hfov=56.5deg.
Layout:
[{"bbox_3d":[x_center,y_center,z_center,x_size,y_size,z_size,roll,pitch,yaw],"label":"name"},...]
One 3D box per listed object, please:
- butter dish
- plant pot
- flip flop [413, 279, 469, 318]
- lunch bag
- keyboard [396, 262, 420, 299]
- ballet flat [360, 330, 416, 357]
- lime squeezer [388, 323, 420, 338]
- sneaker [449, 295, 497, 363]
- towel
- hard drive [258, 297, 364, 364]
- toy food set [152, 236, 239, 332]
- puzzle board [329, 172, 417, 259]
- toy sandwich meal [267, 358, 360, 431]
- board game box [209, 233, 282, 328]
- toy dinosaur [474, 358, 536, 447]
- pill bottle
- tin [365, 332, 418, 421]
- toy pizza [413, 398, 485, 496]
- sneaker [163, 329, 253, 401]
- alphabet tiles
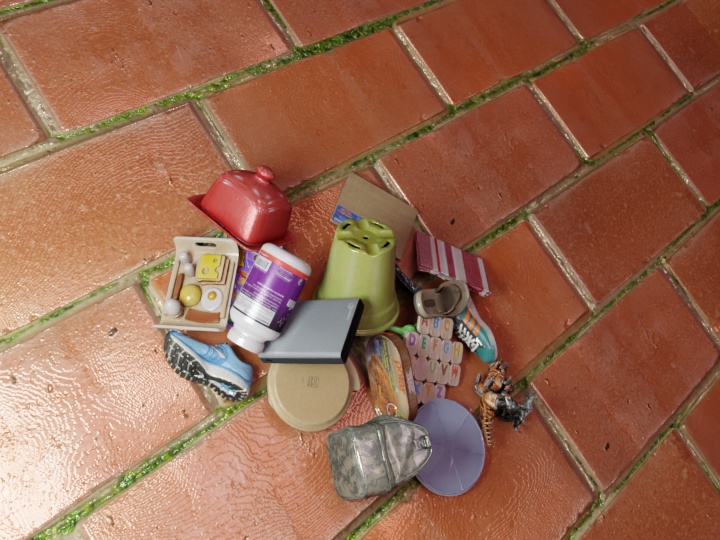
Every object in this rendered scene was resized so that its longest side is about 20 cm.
[{"bbox_3d":[-0.224,-0.150,1.404,0.199,0.150,0.198,38,24,16],"label":"butter dish"},{"bbox_3d":[0.000,0.000,1.421,0.195,0.188,0.203,5,36,-4],"label":"plant pot"},{"bbox_3d":[0.192,0.060,1.495,0.197,0.057,0.083,-6,72,-49],"label":"flip flop"},{"bbox_3d":[0.037,0.364,1.316,0.163,0.200,0.143,-6,72,-21],"label":"lunch bag"},{"bbox_3d":[0.100,0.021,1.535,0.200,0.127,0.021,45,83,1],"label":"keyboard"},{"bbox_3d":[0.047,0.156,1.490,0.197,0.072,0.073,32,59,-5],"label":"ballet flat"},{"bbox_3d":[0.109,0.130,1.498,0.197,0.070,0.039,-3,108,-47],"label":"lime squeezer"},{"bbox_3d":[0.247,0.135,1.582,0.078,0.072,0.203,-17,67,-27],"label":"sneaker"},{"bbox_3d":[0.223,-0.016,1.635,0.196,0.023,0.146,22,35,-14],"label":"towel"},{"bbox_3d":[-0.098,0.122,1.343,0.033,0.195,0.142,58,40,-41],"label":"hard drive"},{"bbox_3d":[-0.331,0.027,1.350,0.139,0.061,0.205,2,65,8],"label":"toy food set"},{"bbox_3d":[0.034,-0.133,1.638,0.197,0.017,0.153,28,61,-9],"label":"puzzle board"},{"bbox_3d":[-0.102,0.235,1.390,0.200,0.070,0.211,7,68,-17],"label":"toy sandwich meal"},{"bbox_3d":[-0.245,0.025,1.430,0.131,0.045,0.205,13,63,-17],"label":"board game box"},{"bbox_3d":[0.319,0.306,1.539,0.133,0.102,0.205,19,79,3],"label":"toy dinosaur"},{"bbox_3d":[-0.185,0.057,1.327,0.111,0.112,0.204,27,88,-9],"label":"pill bottle"},{"bbox_3d":[0.067,0.232,1.412,0.041,0.111,0.206,-13,96,-36],"label":"tin"},{"bbox_3d":[0.184,0.385,1.461,0.195,0.032,0.206,8,68,-21],"label":"toy pizza"},{"bbox_3d":[-0.301,0.179,1.336,0.198,0.079,0.091,34,40,-10],"label":"sneaker"},{"bbox_3d":[0.160,0.198,1.487,0.197,0.014,0.201,16,78,-42],"label":"alphabet tiles"}]
